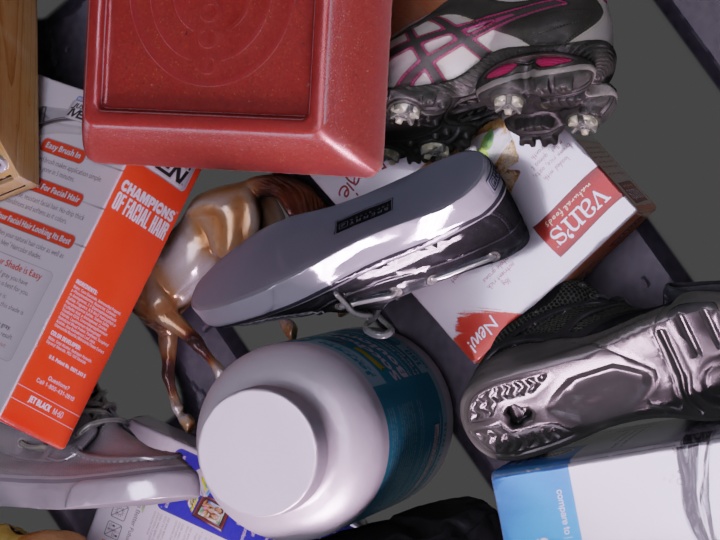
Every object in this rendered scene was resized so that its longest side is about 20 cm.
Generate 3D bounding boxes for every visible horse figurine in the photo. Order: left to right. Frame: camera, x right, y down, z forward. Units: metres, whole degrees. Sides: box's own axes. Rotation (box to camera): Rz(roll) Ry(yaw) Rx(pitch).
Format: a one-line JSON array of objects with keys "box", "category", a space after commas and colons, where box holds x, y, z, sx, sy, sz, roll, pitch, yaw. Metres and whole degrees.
[{"box": [-0.089, 0.004, 1.522, 0.200, 0.050, 0.133, -38, 76, 21], "category": "horse figurine"}]

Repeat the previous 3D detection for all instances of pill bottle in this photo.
[{"box": [-0.024, 0.092, 1.428, 0.110, 0.200, 0.111, 1, 93, 18], "category": "pill bottle"}]

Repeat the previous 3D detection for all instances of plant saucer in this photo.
[{"box": [-0.077, -0.156, 1.399, 0.199, 0.037, 0.200, 4, 92, 30], "category": "plant saucer"}]

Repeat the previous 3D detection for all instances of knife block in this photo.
[{"box": [-0.233, -0.158, 1.529, 0.064, 0.176, 0.200, -19, 107, 30], "category": "knife block"}]

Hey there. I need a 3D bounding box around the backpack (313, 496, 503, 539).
[{"box": [0.028, 0.242, 1.401, 0.166, 0.127, 0.201, -14, 94, -4], "category": "backpack"}]

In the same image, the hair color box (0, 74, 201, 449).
[{"box": [-0.185, -0.007, 1.501, 0.111, 0.064, 0.201, 19, 81, 41], "category": "hair color box"}]

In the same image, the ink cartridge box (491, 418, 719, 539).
[{"box": [0.190, 0.125, 1.388, 0.199, 0.145, 0.084, -11, 90, 18], "category": "ink cartridge box"}]

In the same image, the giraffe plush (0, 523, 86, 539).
[{"box": [-0.201, 0.227, 1.520, 0.199, 0.173, 0.163, -8, 68, -11], "category": "giraffe plush"}]

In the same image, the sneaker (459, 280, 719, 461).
[{"box": [0.156, 0.039, 1.385, 0.199, 0.114, 0.076, -16, 111, 17], "category": "sneaker"}]

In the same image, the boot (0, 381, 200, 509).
[{"box": [-0.172, 0.095, 1.515, 0.200, 0.073, 0.096, -5, 85, 45], "category": "boot"}]

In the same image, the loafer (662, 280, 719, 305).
[{"box": [0.263, 0.018, 1.398, 0.200, 0.068, 0.071, -12, 98, 22], "category": "loafer"}]

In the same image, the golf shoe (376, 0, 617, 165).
[{"box": [0.049, -0.113, 1.413, 0.199, 0.077, 0.088, -5, 64, 21], "category": "golf shoe"}]

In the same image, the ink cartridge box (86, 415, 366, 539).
[{"box": [-0.067, 0.170, 1.533, 0.200, 0.037, 0.095, 24, 99, 18], "category": "ink cartridge box"}]

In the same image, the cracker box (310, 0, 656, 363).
[{"box": [0.056, -0.064, 1.469, 0.134, 0.058, 0.200, -44, 80, 16], "category": "cracker box"}]

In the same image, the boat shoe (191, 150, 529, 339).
[{"box": [0.000, -0.002, 1.428, 0.199, 0.074, 0.068, -25, 119, 16], "category": "boat shoe"}]
